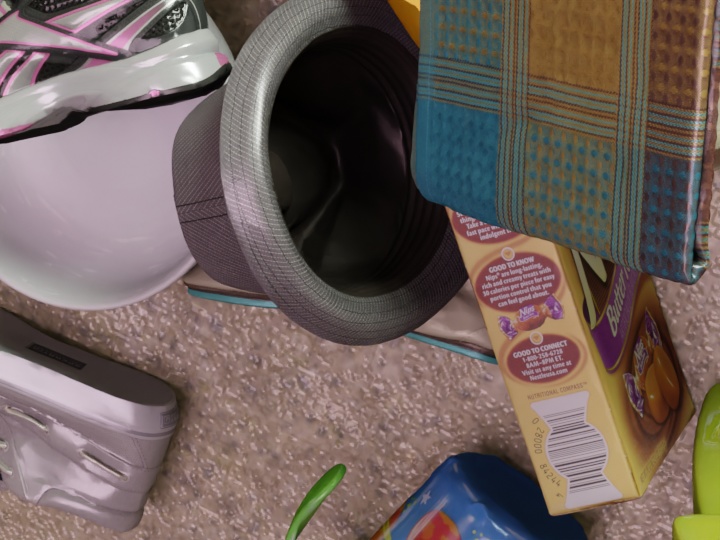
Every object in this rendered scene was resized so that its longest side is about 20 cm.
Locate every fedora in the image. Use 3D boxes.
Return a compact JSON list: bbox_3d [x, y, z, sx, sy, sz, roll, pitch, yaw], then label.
[{"bbox_3d":[-0.025,-0.049,1.081,0.090,0.200,0.178,-9,106,38],"label":"fedora"}]

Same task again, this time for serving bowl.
[{"bbox_3d":[-0.145,-0.082,1.177,0.198,0.066,0.202,5,103,21],"label":"serving bowl"}]

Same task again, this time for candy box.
[{"bbox_3d":[0.104,0.007,1.080,0.056,0.117,0.202,-16,101,27],"label":"candy box"}]

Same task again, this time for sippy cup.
[{"bbox_3d":[0.055,0.175,1.155,0.131,0.177,0.140,-55,38,16],"label":"sippy cup"}]

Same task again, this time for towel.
[{"bbox_3d":[0.087,-0.084,0.926,0.199,0.022,0.148,21,113,54],"label":"towel"}]

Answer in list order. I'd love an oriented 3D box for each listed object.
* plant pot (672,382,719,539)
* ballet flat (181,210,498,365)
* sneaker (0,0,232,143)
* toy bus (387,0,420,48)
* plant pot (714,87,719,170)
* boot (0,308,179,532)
[{"bbox_3d":[0.254,0.174,1.036,0.197,0.181,0.202,-3,107,22],"label":"plant pot"},{"bbox_3d":[0.000,0.000,1.155,0.198,0.069,0.070,12,111,14],"label":"ballet flat"},{"bbox_3d":[-0.165,-0.117,1.109,0.198,0.080,0.087,-12,90,13],"label":"sneaker"},{"bbox_3d":[0.029,-0.179,1.048,0.065,0.078,0.201,-30,101,18],"label":"toy bus"},{"bbox_3d":[0.150,-0.143,0.984,0.199,0.200,0.185,-23,87,27],"label":"plant pot"},{"bbox_3d":[-0.209,0.085,1.256,0.198,0.074,0.096,23,107,13],"label":"boot"}]
